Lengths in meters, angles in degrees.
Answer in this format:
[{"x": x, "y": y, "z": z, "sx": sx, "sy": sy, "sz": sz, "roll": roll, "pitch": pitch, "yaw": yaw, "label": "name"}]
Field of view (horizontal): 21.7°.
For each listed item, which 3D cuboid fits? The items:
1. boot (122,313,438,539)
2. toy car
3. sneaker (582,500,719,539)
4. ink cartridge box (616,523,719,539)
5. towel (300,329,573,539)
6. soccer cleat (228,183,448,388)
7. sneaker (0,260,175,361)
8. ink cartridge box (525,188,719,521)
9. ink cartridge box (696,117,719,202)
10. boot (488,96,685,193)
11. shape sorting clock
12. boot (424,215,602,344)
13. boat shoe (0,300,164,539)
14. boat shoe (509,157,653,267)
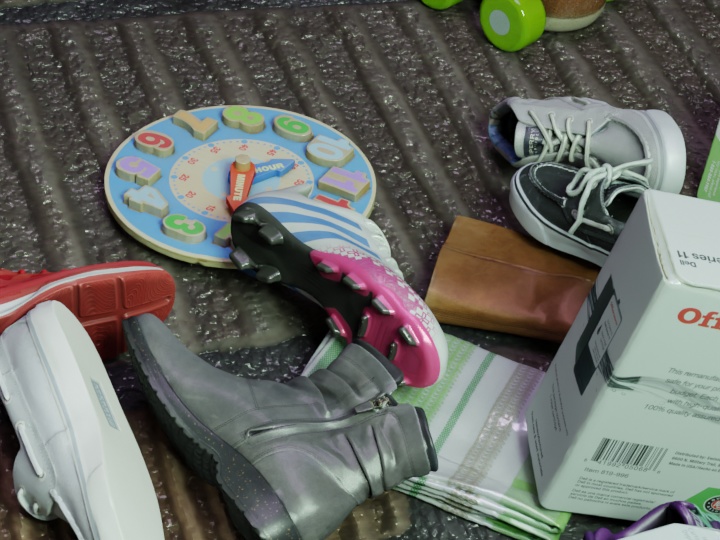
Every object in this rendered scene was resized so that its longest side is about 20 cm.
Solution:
[{"x": -0.050, "y": 0.079, "z": 1.149, "sx": 0.131, "sy": 0.070, "sz": 0.200, "roll": -33, "pitch": 63, "yaw": -15, "label": "boot"}, {"x": 0.151, "y": -0.316, "z": 1.588, "sx": 0.157, "sy": 0.201, "sz": 0.164, "roll": 35, "pitch": 46, "yaw": 29, "label": "toy car"}, {"x": 0.211, "y": 0.168, "z": 1.096, "sx": 0.199, "sy": 0.088, "sz": 0.075, "roll": -13, "pitch": 43, "yaw": -24, "label": "sneaker"}, {"x": 0.179, "y": 0.195, "z": 1.000, "sx": 0.199, "sy": 0.161, "sz": 0.047, "roll": -13, "pitch": 44, "yaw": -25, "label": "ink cartridge box"}, {"x": 0.057, "y": 0.091, "z": 1.209, "sx": 0.199, "sy": 0.031, "sz": 0.149, "roll": 20, "pitch": 41, "yaw": 13, "label": "towel"}, {"x": 0.000, "y": 0.000, "z": 1.233, "sx": 0.086, "sy": 0.070, "sz": 0.200, "roll": -26, "pitch": 50, "yaw": -37, "label": "soccer cleat"}, {"x": -0.229, "y": 0.009, "z": 1.220, "sx": 0.199, "sy": 0.079, "sz": 0.116, "roll": -13, "pitch": 45, "yaw": -27, "label": "sneaker"}, {"x": 0.202, "y": 0.059, "z": 1.119, "sx": 0.146, "sy": 0.201, "sz": 0.083, "roll": 10, "pitch": 42, "yaw": -15, "label": "ink cartridge box"}, {"x": 0.355, "y": -0.060, "z": 1.377, "sx": 0.067, "sy": 0.118, "sz": 0.200, "roll": -24, "pitch": 49, "yaw": -37, "label": "ink cartridge box"}, {"x": 0.159, "y": -0.088, "z": 1.376, "sx": 0.095, "sy": 0.074, "sz": 0.200, "roll": -1, "pitch": 10, "yaw": -15, "label": "boot"}, {"x": -0.087, "y": -0.066, "z": 1.367, "sx": 0.198, "sy": 0.039, "sz": 0.201, "roll": 5, "pitch": 39, "yaw": -4, "label": "shape sorting clock"}, {"x": 0.160, "y": -0.001, "z": 1.335, "sx": 0.199, "sy": 0.069, "sz": 0.189, "roll": 13, "pitch": 46, "yaw": 17, "label": "boot"}, {"x": -0.176, "y": 0.111, "z": 1.113, "sx": 0.068, "sy": 0.072, "sz": 0.201, "roll": -30, "pitch": 65, "yaw": 9, "label": "boat shoe"}, {"x": 0.173, "y": -0.040, "z": 1.273, "sx": 0.073, "sy": 0.068, "sz": 0.199, "roll": -21, "pitch": 38, "yaw": -23, "label": "boat shoe"}]
